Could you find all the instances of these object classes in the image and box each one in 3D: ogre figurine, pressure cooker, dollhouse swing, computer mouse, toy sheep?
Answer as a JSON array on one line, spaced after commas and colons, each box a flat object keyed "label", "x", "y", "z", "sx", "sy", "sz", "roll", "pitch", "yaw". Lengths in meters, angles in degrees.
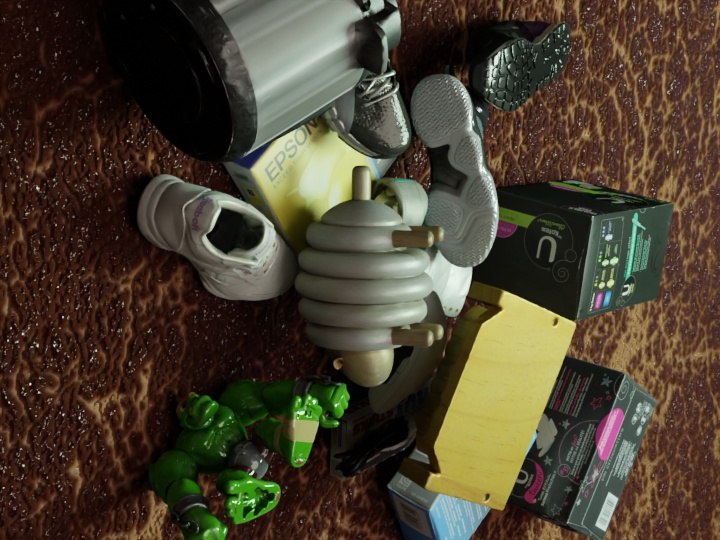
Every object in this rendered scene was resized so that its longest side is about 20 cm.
[{"label": "ogre figurine", "x": -0.112, "y": 0.160, "z": 1.229, "sx": 0.098, "sy": 0.120, "sz": 0.200, "roll": 49, "pitch": 62, "yaw": -44}, {"label": "pressure cooker", "x": -0.075, "y": -0.197, "z": 1.078, "sx": 0.200, "sy": 0.179, "sz": 0.176, "roll": -36, "pitch": 99, "yaw": -28}, {"label": "dollhouse swing", "x": 0.091, "y": 0.111, "z": 1.401, "sx": 0.182, "sy": 0.176, "sz": 0.200, "roll": 23, "pitch": 89, "yaw": -45}, {"label": "computer mouse", "x": 0.042, "y": 0.113, "z": 1.385, "sx": 0.110, "sy": 0.044, "sz": 0.200, "roll": -18, "pitch": 135, "yaw": -54}, {"label": "toy sheep", "x": 0.006, "y": 0.006, "z": 1.251, "sx": 0.138, "sy": 0.138, "sz": 0.200, "roll": -3, "pitch": 95, "yaw": -52}]

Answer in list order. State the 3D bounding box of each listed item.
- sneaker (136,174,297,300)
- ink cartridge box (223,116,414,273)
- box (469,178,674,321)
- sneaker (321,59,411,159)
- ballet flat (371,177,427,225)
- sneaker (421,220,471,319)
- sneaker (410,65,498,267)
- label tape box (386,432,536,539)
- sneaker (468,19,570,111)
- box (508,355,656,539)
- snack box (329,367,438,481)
[{"label": "sneaker", "x": -0.104, "y": -0.015, "z": 1.192, "sx": 0.200, "sy": 0.099, "sz": 0.075, "roll": 32, "pitch": 77, "yaw": -54}, {"label": "ink cartridge box", "x": -0.042, "y": -0.133, "z": 1.278, "sx": 0.198, "sy": 0.047, "sz": 0.200, "roll": -54, "pitch": 141, "yaw": -24}, {"label": "box", "x": 0.246, "y": -0.028, "z": 1.603, "sx": 0.200, "sy": 0.148, "sz": 0.125, "roll": -10, "pitch": 112, "yaw": -50}, {"label": "sneaker", "x": 0.001, "y": -0.186, "z": 1.199, "sx": 0.075, "sy": 0.115, "sz": 0.200, "roll": -44, "pitch": 109, "yaw": -28}, {"label": "ballet flat", "x": 0.000, "y": 0.000, "z": 1.347, "sx": 0.064, "sy": 0.067, "sz": 0.200, "roll": 10, "pitch": 108, "yaw": -50}, {"label": "sneaker", "x": 0.057, "y": 0.042, "z": 1.446, "sx": 0.200, "sy": 0.074, "sz": 0.116, "roll": -61, "pitch": 139, "yaw": -20}, {"label": "sneaker", "x": 0.103, "y": -0.110, "z": 1.409, "sx": 0.114, "sy": 0.075, "sz": 0.200, "roll": -58, "pitch": 139, "yaw": -66}, {"label": "label tape box", "x": 0.119, "y": 0.217, "z": 1.574, "sx": 0.200, "sy": 0.066, "sz": 0.143, "roll": -53, "pitch": 149, "yaw": -25}, {"label": "sneaker", "x": 0.142, "y": -0.218, "z": 1.445, "sx": 0.200, "sy": 0.087, "sz": 0.076, "roll": -31, "pitch": 131, "yaw": -56}, {"label": "box", "x": 0.274, "y": 0.224, "z": 1.763, "sx": 0.132, "sy": 0.115, "sz": 0.200, "roll": 36, "pitch": 75, "yaw": -53}, {"label": "snack box", "x": 0.039, "y": 0.160, "z": 1.505, "sx": 0.200, "sy": 0.024, "sz": 0.072, "roll": -21, "pitch": 119, "yaw": -48}]
